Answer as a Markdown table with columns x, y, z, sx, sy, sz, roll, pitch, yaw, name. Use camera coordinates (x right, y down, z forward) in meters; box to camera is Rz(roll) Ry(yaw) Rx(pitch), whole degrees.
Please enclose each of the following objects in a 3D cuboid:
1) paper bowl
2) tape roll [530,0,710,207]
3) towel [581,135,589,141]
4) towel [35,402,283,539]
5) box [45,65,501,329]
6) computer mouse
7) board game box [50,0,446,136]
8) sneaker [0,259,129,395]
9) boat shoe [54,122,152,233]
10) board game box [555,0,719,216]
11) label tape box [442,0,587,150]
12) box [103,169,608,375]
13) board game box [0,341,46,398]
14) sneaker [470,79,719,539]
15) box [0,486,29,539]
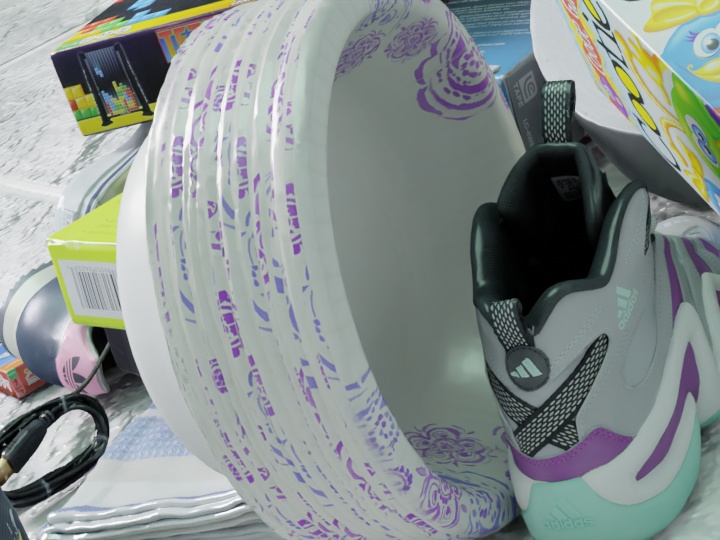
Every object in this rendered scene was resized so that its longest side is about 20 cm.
| x | y | z | sx | sy | sz | roll | pitch | yaw | name |
| --- | --- | --- | --- | --- | --- | --- | --- | --- | --- |
| -0.011 | 0.000 | 0.647 | 0.104 | 0.202 | 0.201 | -11 | 23 | 27 | paper bowl |
| 0.180 | -0.132 | 0.842 | 0.199 | 0.066 | 0.201 | -20 | 52 | 27 | tape roll |
| 0.062 | -0.078 | 1.033 | 0.199 | 0.023 | 0.145 | -25 | 21 | -7 | towel |
| -0.040 | 0.059 | 0.787 | 0.146 | 0.024 | 0.200 | -10 | 23 | 27 | towel |
| -0.031 | -0.036 | 0.819 | 0.121 | 0.048 | 0.200 | 4 | 29 | 39 | box |
| -0.118 | 0.029 | 0.848 | 0.201 | 0.058 | 0.034 | -62 | -2 | -34 | computer mouse |
| -0.053 | -0.151 | 1.031 | 0.199 | 0.057 | 0.165 | -10 | 25 | 25 | board game box |
| -0.084 | 0.004 | 0.932 | 0.200 | 0.070 | 0.082 | -34 | 41 | -25 | sneaker |
| -0.102 | -0.055 | 1.045 | 0.062 | 0.072 | 0.200 | 15 | 36 | 18 | boat shoe |
| 0.164 | -0.080 | 0.687 | 0.103 | 0.105 | 0.200 | -34 | 44 | 1 | board game box |
| 0.082 | -0.117 | 0.994 | 0.143 | 0.066 | 0.200 | 1 | 28 | 41 | label tape box |
| 0.000 | 0.000 | 0.825 | 0.200 | 0.036 | 0.143 | -31 | 26 | -31 | box |
| -0.133 | 0.007 | 1.019 | 0.200 | 0.020 | 0.103 | -32 | 21 | -26 | board game box |
| 0.092 | -0.009 | 0.651 | 0.077 | 0.141 | 0.200 | -11 | 24 | 25 | sneaker |
| -0.216 | 0.165 | 0.660 | 0.199 | 0.051 | 0.158 | -23 | 19 | -1 | box |
